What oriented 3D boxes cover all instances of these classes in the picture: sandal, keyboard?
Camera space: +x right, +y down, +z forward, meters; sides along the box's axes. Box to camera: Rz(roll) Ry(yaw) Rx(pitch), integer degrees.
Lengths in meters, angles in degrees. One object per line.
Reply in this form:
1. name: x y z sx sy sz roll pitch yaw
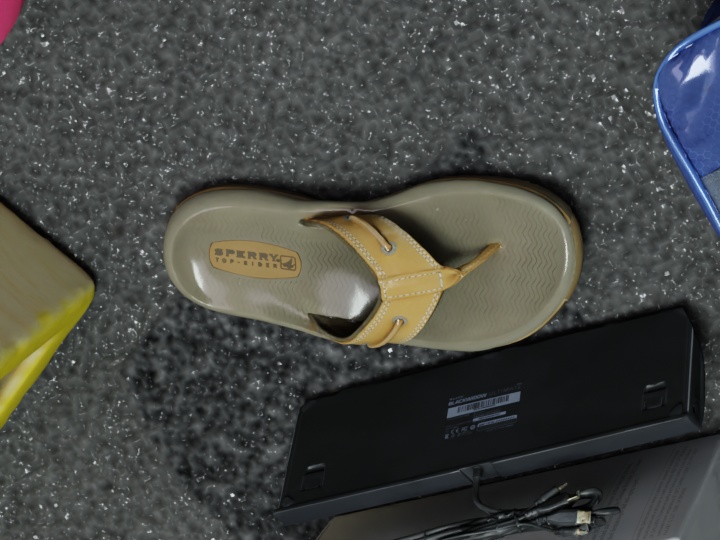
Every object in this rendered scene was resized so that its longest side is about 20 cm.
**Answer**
1. sandal: 0.000 0.000 1.169 0.199 0.054 0.081 3 108 17
2. keyboard: 0.054 0.082 1.145 0.199 0.127 0.021 -15 127 23

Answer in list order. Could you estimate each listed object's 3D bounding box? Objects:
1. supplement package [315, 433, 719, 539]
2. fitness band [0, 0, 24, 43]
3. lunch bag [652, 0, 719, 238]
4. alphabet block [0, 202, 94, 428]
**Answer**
1. supplement package: 0.076 0.165 1.162 0.199 0.120 0.122 -14 105 22
2. fitness band: -0.241 -0.135 1.157 0.199 0.144 0.038 8 141 14
3. lunch bag: 0.224 -0.074 1.029 0.200 0.132 0.136 -30 97 25
4. alphabet block: -0.275 0.040 1.198 0.200 0.195 0.197 38 117 2
